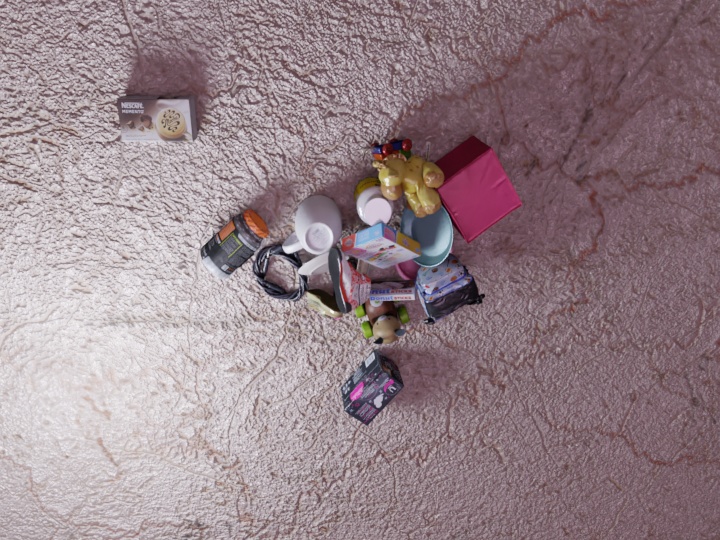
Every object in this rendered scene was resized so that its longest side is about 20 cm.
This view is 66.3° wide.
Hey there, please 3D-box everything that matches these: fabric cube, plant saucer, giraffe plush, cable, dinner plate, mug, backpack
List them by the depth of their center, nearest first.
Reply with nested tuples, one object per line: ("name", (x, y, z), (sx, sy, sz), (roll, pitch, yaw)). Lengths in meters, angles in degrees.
("giraffe plush", (0.120, -0.250, 1.499), (0.157, 0.171, 0.208), (-3, 87, -25))
("fabric cube", (0.323, -0.240, 1.615), (0.193, 0.200, 0.202), (-33, 111, 7))
("mug", (-0.144, -0.114, 1.632), (0.196, 0.176, 0.150), (-28, 112, 7))
("plant saucer", (0.202, -0.116, 1.636), (0.035, 0.197, 0.207), (-14, 121, -45))
("dinner plate", (-0.096, -0.024, 1.670), (0.195, 0.200, 0.025), (-26, 81, 5))
("backpack", (0.248, 0.042, 1.671), (0.194, 0.191, 0.159), (-21, 109, -2))
("cable", (-0.250, 0.019, 1.743), (0.158, 0.051, 0.205), (-21, 113, 3))
("plant saucer", (0.198, -0.058, 1.756), (0.192, 0.051, 0.208), (-2, 112, -5))

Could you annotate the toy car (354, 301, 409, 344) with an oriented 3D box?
("toy car", (0.076, 0.166, 1.751), (0.159, 0.201, 0.162), (-21, 113, 4))

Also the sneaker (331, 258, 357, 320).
("sneaker", (-0.054, 0.067, 1.758), (0.076, 0.096, 0.206), (14, 108, -9))

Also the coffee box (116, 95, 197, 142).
("coffee box", (-0.558, -0.420, 1.523), (0.192, 0.080, 0.117), (0, 113, -6))

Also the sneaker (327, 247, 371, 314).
("sneaker", (-0.029, 0.014, 1.611), (0.106, 0.066, 0.208), (-24, 116, -32))

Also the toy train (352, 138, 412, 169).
("toy train", (0.063, -0.306, 1.585), (0.195, 0.084, 0.120), (-19, 110, -28))

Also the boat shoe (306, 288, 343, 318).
("boat shoe", (-0.109, 0.114, 1.718), (0.071, 0.198, 0.066), (-9, 109, -34))

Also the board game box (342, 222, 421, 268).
("board game box", (0.063, -0.067, 1.609), (0.150, 0.042, 0.197), (-18, 154, 35))

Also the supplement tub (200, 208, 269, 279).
("supplement tub", (-0.374, -0.081, 1.652), (0.198, 0.123, 0.123), (-39, 110, 11))

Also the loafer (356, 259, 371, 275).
("loafer", (0.000, 0.000, 1.725), (0.061, 0.072, 0.206), (20, 77, 1))

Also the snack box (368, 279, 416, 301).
("snack box", (0.080, 0.064, 1.752), (0.192, 0.073, 0.025), (-3, 128, 13))

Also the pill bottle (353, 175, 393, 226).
("pill bottle", (0.040, -0.197, 1.603), (0.107, 0.201, 0.115), (-2, 113, -5))

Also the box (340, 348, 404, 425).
("box", (0.038, 0.396, 1.877), (0.114, 0.133, 0.201), (36, 105, -21))
